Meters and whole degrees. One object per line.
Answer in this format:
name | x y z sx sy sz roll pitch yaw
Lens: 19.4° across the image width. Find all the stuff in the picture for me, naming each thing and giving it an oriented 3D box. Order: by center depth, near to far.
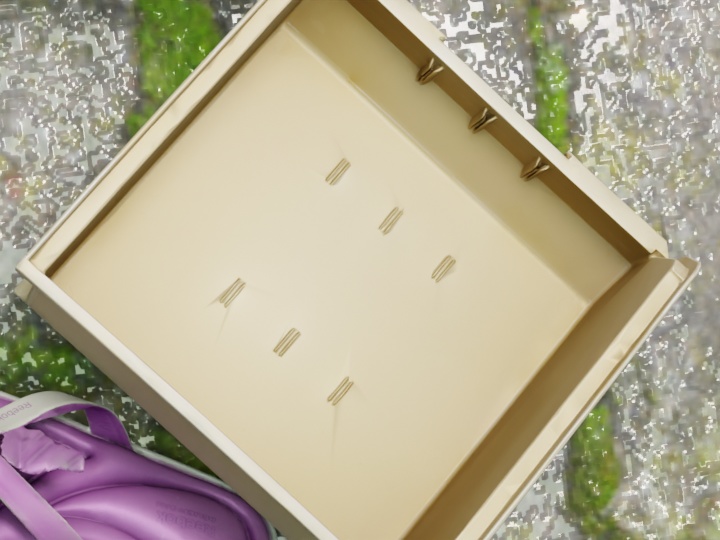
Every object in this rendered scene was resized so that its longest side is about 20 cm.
sandal | -0.116 0.079 0.822 0.202 0.050 0.083 17 45 -29
storage bin | 0.000 0.000 0.842 0.200 0.094 0.199 42 75 -4
